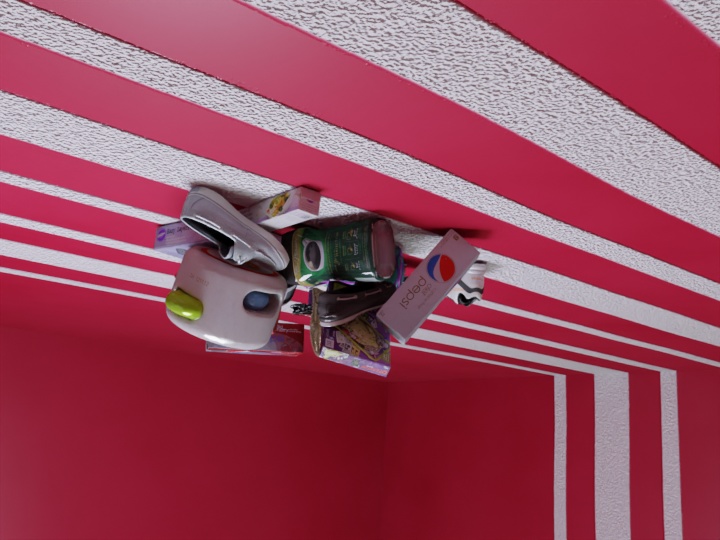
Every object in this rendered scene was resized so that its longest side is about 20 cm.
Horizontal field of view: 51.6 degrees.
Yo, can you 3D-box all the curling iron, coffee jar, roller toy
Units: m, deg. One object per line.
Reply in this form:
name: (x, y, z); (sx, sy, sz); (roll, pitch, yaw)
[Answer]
curling iron: (-0.051, 0.092, 1.583); (0.199, 0.026, 0.050); (8, 169, -16)
coffee jar: (-0.043, -0.028, 1.270); (0.199, 0.105, 0.085); (-4, 180, 31)
roller toy: (-0.222, 0.038, 1.257); (0.182, 0.140, 0.200); (20, -175, -9)

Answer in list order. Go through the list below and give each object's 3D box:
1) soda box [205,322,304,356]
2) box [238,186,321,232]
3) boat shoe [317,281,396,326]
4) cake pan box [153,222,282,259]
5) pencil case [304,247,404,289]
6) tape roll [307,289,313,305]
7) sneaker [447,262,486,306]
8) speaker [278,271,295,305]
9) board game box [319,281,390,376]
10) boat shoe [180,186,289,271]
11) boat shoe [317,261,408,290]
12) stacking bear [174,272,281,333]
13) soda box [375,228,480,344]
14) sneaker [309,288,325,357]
soda box: (-0.221, 0.141, 1.566); (0.199, 0.064, 0.070); (5, 166, -18)
box: (-0.138, -0.090, 1.183); (0.041, 0.039, 0.200); (18, 161, -36)
boat shoe: (-0.001, 0.040, 1.277); (0.067, 0.057, 0.200); (2, -163, 37)
cake pan box: (-0.247, -0.044, 1.382); (0.184, 0.053, 0.200); (-5, 164, 39)
pencil case: (-0.016, -0.003, 1.397); (0.199, 0.093, 0.085); (2, 157, 2)
tape roll: (-0.019, 0.062, 1.686); (0.199, 0.085, 0.200); (3, 167, 1)
sneaker: (0.197, 0.038, 1.539); (0.073, 0.080, 0.200); (5, 168, -13)
speaker: (-0.170, 0.020, 1.562); (0.081, 0.082, 0.200); (6, 166, -9)
board game box: (-0.007, 0.094, 1.290); (0.119, 0.200, 0.032); (15, 122, -7)
boat shoe: (-0.201, -0.047, 1.175); (0.201, 0.072, 0.070); (40, 149, -29)
boat shoe: (0.000, 0.000, 1.475); (0.199, 0.075, 0.093); (3, 162, -31)
stacking bear: (-0.254, 0.043, 1.419); (0.199, 0.114, 0.121); (13, 177, 5)
soda box: (0.114, 0.028, 1.271); (0.068, 0.200, 0.064); (40, 171, 9)
sneaker: (-0.041, 0.081, 1.522); (0.112, 0.201, 0.071); (10, 164, -31)
